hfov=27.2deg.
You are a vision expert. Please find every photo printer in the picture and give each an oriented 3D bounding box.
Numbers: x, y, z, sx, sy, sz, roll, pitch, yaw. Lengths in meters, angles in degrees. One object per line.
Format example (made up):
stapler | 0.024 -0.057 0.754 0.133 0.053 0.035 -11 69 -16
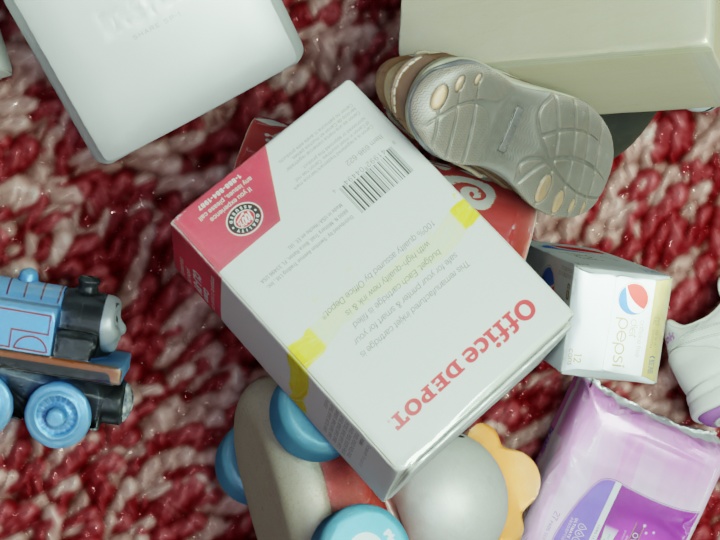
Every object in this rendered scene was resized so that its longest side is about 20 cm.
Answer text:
photo printer | -0.150 -0.194 0.982 0.165 0.070 0.201 -27 116 -2

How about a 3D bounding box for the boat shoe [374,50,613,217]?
boat shoe | 0.086 -0.091 0.927 0.199 0.072 0.076 25 95 -45

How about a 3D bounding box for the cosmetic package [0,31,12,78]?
cosmetic package | -0.289 -0.168 0.941 0.084 0.200 0.109 -18 94 -2

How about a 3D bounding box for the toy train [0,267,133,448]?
toy train | -0.251 0.052 1.019 0.198 0.087 0.116 9 97 -3

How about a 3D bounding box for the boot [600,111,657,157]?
boot | 0.170 -0.137 1.042 0.200 0.076 0.073 -40 134 16

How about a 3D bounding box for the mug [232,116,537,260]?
mug | 0.001 -0.003 1.006 0.198 0.133 0.179 18 84 -1

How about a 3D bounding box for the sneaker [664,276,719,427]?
sneaker | 0.306 0.028 1.042 0.198 0.075 0.100 -26 63 4

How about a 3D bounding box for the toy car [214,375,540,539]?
toy car | 0.026 0.142 1.004 0.198 0.184 0.179 -11 75 -23

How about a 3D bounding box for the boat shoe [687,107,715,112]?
boat shoe | 0.301 -0.183 1.033 0.071 0.072 0.200 32 106 -29

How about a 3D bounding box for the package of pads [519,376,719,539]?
package of pads | 0.169 0.187 1.060 0.119 0.076 0.202 24 94 -3

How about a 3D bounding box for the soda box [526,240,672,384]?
soda box | 0.144 0.023 0.980 0.063 0.200 0.069 7 95 -5

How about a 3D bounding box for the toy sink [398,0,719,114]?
toy sink | 0.138 -0.176 0.957 0.198 0.112 0.132 -2 74 24

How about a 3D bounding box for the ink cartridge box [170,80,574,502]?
ink cartridge box | 0.004 0.013 0.886 0.145 0.084 0.200 -39 78 -19
